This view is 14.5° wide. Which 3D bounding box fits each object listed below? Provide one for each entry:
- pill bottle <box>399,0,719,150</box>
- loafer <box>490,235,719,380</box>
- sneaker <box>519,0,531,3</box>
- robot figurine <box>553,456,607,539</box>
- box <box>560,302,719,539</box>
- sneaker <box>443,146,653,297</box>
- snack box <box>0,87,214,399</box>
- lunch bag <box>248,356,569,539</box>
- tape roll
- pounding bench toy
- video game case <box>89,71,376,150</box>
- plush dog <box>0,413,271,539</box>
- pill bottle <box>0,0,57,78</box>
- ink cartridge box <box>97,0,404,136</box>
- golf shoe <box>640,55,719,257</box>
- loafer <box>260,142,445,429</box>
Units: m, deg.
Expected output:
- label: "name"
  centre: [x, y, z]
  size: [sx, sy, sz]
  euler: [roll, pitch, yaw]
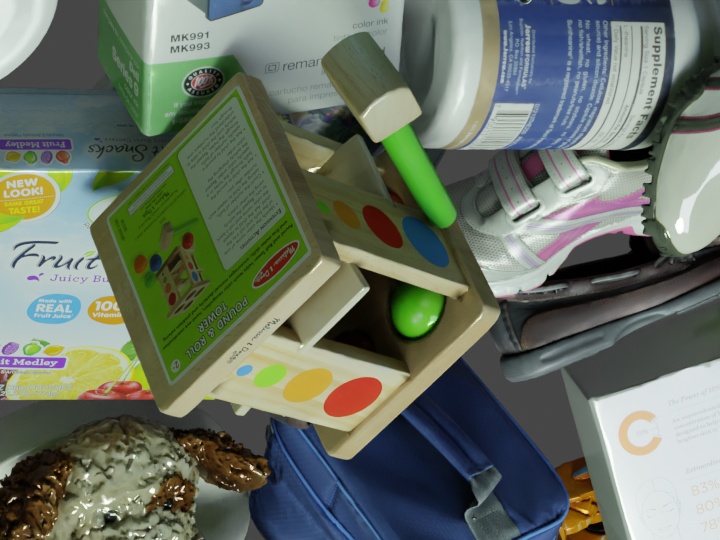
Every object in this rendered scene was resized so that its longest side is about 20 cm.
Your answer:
- label: "pill bottle"
  centre: [0.116, -0.122, 1.552]
  size: [0.199, 0.111, 0.111]
  euler: [-1, 133, -26]
- label: "loafer"
  centre: [0.167, 0.002, 1.702]
  size: [0.199, 0.072, 0.063]
  euler: [-24, 93, -16]
- label: "sneaker"
  centre: [0.056, -0.171, 1.380]
  size: [0.199, 0.090, 0.079]
  euler: [-19, 132, -37]
- label: "robot figurine"
  centre: [0.221, 0.151, 1.896]
  size: [0.199, 0.058, 0.146]
  euler: [-18, 136, -4]
- label: "box"
  centre: [0.217, 0.139, 1.796]
  size: [0.124, 0.098, 0.201]
  euler: [-17, 107, -4]
- label: "sneaker"
  centre: [0.114, -0.054, 1.642]
  size: [0.199, 0.082, 0.089]
  euler: [-21, 141, -10]
- label: "snack box"
  centre: [-0.144, -0.011, 1.571]
  size: [0.167, 0.068, 0.201]
  euler: [0, 139, -18]
- label: "lunch bag"
  centre: [0.031, 0.139, 1.701]
  size: [0.135, 0.200, 0.133]
  euler: [-23, 145, -29]
- label: "tape roll"
  centre: [-0.168, 0.156, 1.765]
  size: [0.201, 0.037, 0.204]
  euler: [-11, 134, -11]
- label: "pounding bench toy"
  centre: [-0.004, -0.020, 1.445]
  size: [0.155, 0.125, 0.200]
  euler: [18, 127, -45]
- label: "video game case"
  centre: [-0.052, -0.084, 1.593]
  size: [0.199, 0.018, 0.143]
  euler: [28, 117, -39]
- label: "plush dog"
  centre: [-0.143, 0.166, 1.683]
  size: [0.199, 0.160, 0.173]
  euler: [-13, 120, -34]
- label: "pill bottle"
  centre: [-0.213, -0.182, 1.304]
  size: [0.115, 0.201, 0.116]
  euler: [-11, 136, -11]
- label: "ink cartridge box"
  centre: [-0.053, -0.181, 1.435]
  size: [0.144, 0.088, 0.201]
  euler: [-9, 128, -20]
- label: "golf shoe"
  centre: [0.228, -0.086, 1.518]
  size: [0.201, 0.088, 0.077]
  euler: [-54, 138, -1]
- label: "loafer"
  centre: [0.000, 0.000, 1.604]
  size: [0.200, 0.063, 0.072]
  euler: [-54, 164, 11]
